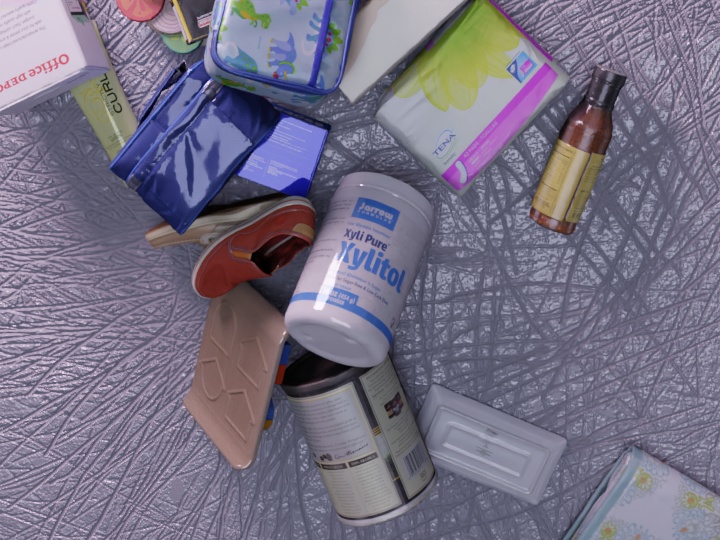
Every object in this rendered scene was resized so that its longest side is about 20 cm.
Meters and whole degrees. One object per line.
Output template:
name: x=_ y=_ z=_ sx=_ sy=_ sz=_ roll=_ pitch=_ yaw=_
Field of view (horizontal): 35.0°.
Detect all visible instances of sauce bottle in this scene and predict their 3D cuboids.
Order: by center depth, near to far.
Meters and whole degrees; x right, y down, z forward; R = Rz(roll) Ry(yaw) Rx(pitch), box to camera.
sauce bottle: x=0.266 y=-0.145 z=1.378 sx=0.065 sy=0.066 sz=0.202 roll=21 pitch=106 yaw=-1

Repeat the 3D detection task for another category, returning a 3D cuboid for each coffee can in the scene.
coffee can: x=-0.001 y=0.201 z=1.463 sx=0.144 sy=0.147 sz=0.202 roll=-19 pitch=104 yaw=11

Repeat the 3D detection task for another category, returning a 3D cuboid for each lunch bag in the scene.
lunch bag: x=-0.079 y=-0.292 z=1.260 sx=0.158 sy=0.082 sz=0.203 roll=15 pitch=82 yaw=-14
lunch bag: x=-0.193 y=-0.162 z=1.336 sx=0.132 sy=0.136 sz=0.200 roll=40 pitch=103 yaw=-7

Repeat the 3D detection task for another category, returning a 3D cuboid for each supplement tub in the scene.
supplement tub: x=0.000 y=0.000 z=1.364 sx=0.130 sy=0.132 sz=0.202 roll=21 pitch=68 yaw=-1

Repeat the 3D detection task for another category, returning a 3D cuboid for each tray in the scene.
tray: x=0.166 y=0.236 z=1.522 sx=0.197 sy=0.022 sz=0.109 roll=22 pitch=106 yaw=-1

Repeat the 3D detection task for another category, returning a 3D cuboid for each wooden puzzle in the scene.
wooden puzzle: x=-0.151 y=0.124 z=1.462 sx=0.046 sy=0.185 sz=0.203 roll=7 pitch=110 yaw=-37

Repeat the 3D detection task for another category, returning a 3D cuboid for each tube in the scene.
tube: x=-0.319 y=-0.204 z=1.431 sx=0.058 sy=0.052 sz=0.202 roll=-30 pitch=97 yaw=-32

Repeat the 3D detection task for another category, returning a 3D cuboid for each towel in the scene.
towel: x=0.378 y=0.353 z=1.523 sx=0.170 sy=0.048 sz=0.202 roll=29 pitch=107 yaw=-6

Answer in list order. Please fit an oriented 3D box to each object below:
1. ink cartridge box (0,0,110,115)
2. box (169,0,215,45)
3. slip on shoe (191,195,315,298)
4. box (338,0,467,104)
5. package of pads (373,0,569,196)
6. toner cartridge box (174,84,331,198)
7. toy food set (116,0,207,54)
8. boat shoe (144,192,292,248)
ink cartridge box: x=-0.411 y=-0.305 z=1.374 sx=0.143 sy=0.084 sz=0.203 roll=-22 pitch=93 yaw=11
box: x=-0.138 y=-0.372 z=1.314 sx=0.198 sy=0.049 sz=0.162 roll=-23 pitch=100 yaw=-11
slip on shoe: x=-0.133 y=-0.017 z=1.403 sx=0.199 sy=0.062 sz=0.074 roll=-32 pitch=139 yaw=26
box: x=0.043 y=-0.295 z=1.342 sx=0.200 sy=0.095 sz=0.078 roll=-41 pitch=98 yaw=14
package of pads: x=0.128 y=-0.212 z=1.370 sx=0.154 sy=0.068 sz=0.200 roll=41 pitch=106 yaw=-7
toner cartridge box: x=-0.144 y=-0.169 z=1.423 sx=0.197 sy=0.043 sz=0.096 roll=21 pitch=106 yaw=-1
toy food set: x=-0.201 y=-0.364 z=1.369 sx=0.195 sy=0.049 sz=0.203 roll=-3 pitch=106 yaw=7
boat shoe: x=-0.175 y=-0.048 z=1.448 sx=0.197 sy=0.071 sz=0.065 roll=-11 pitch=104 yaw=8
